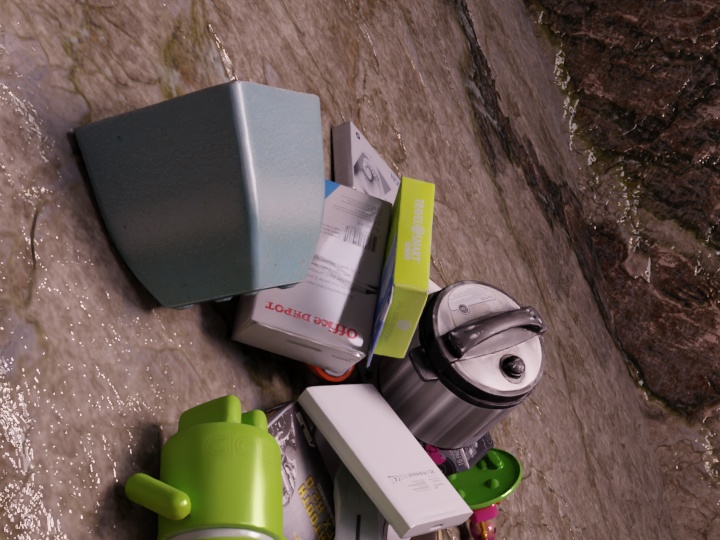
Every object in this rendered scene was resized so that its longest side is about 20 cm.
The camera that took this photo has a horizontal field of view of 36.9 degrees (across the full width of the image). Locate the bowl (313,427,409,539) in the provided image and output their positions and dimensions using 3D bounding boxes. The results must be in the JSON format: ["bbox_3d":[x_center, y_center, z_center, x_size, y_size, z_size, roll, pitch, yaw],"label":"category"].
[{"bbox_3d":[0.025,0.266,1.361,0.201,0.090,0.202,47,33,-43],"label":"bowl"}]

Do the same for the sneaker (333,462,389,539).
[{"bbox_3d":[0.000,0.281,1.214,0.200,0.072,0.071,-72,165,-61],"label":"sneaker"}]

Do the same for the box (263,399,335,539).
[{"bbox_3d":[-0.078,0.263,1.179,0.201,0.048,0.158,68,22,-6],"label":"box"}]

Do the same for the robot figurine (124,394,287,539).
[{"bbox_3d":[-0.130,0.222,1.007,0.175,0.115,0.201,40,37,-49],"label":"robot figurine"}]

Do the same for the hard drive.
[{"bbox_3d":[0.028,0.211,1.226,0.132,0.027,0.200,6,39,-53],"label":"hard drive"}]

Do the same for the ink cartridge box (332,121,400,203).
[{"bbox_3d":[0.021,-0.103,1.712,0.200,0.040,0.201,46,33,-45],"label":"ink cartridge box"}]

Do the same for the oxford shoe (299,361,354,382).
[{"bbox_3d":[-0.091,0.057,1.321,0.071,0.072,0.201,-38,97,-24],"label":"oxford shoe"}]

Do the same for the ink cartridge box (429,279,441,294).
[{"bbox_3d":[0.000,0.000,1.408,0.199,0.068,0.116,35,15,19],"label":"ink cartridge box"}]

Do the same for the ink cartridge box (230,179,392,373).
[{"bbox_3d":[-0.056,0.000,1.259,0.144,0.084,0.201,19,64,-17],"label":"ink cartridge box"}]

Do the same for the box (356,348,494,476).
[{"bbox_3d":[0.090,0.188,1.538,0.132,0.114,0.201,-14,83,-66],"label":"box"}]

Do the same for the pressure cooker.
[{"bbox_3d":[0.134,0.112,1.353,0.178,0.200,0.177,29,49,-8],"label":"pressure cooker"}]

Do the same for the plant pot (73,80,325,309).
[{"bbox_3d":[-0.147,-0.069,1.126,0.196,0.195,0.202,-12,91,-67],"label":"plant pot"}]

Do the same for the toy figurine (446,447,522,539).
[{"bbox_3d":[0.176,0.371,1.620,0.200,0.149,0.185,-118,-167,-67],"label":"toy figurine"}]

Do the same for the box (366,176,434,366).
[{"bbox_3d":[0.048,0.003,1.251,0.122,0.047,0.201,106,-6,-46],"label":"box"}]

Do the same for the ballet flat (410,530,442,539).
[{"bbox_3d":[0.080,0.360,1.463,0.063,0.068,0.202,75,7,-73],"label":"ballet flat"}]
